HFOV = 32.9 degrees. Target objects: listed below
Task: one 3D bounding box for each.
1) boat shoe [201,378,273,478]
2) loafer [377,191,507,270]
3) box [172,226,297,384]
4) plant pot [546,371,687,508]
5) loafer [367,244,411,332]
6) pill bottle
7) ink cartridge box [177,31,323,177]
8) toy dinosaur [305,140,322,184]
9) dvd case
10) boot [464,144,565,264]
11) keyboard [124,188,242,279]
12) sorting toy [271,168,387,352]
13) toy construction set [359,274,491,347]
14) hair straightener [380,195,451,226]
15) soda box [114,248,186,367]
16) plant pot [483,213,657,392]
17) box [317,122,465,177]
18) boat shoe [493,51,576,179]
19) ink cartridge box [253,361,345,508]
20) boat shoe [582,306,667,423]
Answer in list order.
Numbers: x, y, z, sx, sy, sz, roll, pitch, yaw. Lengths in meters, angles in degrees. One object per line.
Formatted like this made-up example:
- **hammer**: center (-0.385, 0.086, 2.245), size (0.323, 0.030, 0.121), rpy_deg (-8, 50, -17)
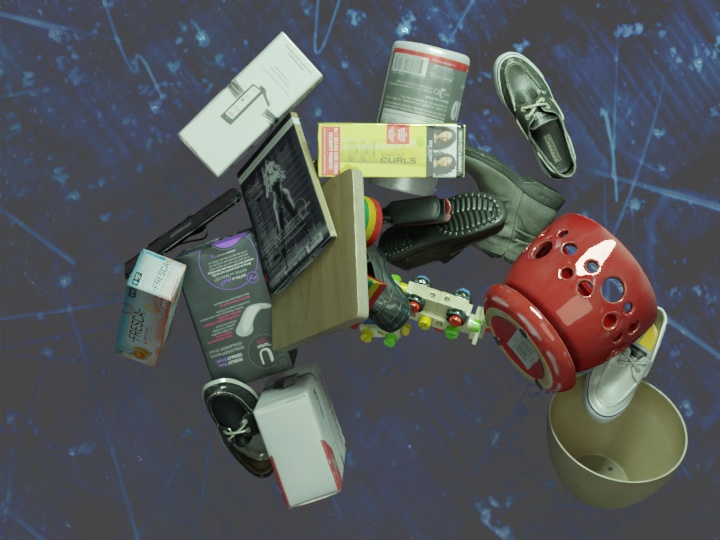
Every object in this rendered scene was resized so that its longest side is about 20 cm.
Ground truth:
- **boat shoe**: center (-0.169, 0.226, 1.733), size (0.073, 0.061, 0.201), rpy_deg (-15, 139, 5)
- **loafer**: center (0.123, -0.053, 1.748), size (0.198, 0.071, 0.074), rpy_deg (-17, 54, 24)
- **box**: center (-0.177, 0.054, 1.745), size (0.121, 0.106, 0.203), rpy_deg (-17, 97, 2)
- **plant pot**: center (0.357, 0.265, 1.762), size (0.197, 0.202, 0.136), rpy_deg (4, 133, -2)
- **loafer**: center (0.000, 0.000, 1.709), size (0.073, 0.200, 0.072), rpy_deg (-47, 137, 7)
- **pill bottle**: center (0.079, -0.212, 1.718), size (0.112, 0.114, 0.203), rpy_deg (12, 97, -3)
- **ink cartridge box**: center (-0.150, -0.228, 1.693), size (0.200, 0.146, 0.084), rpy_deg (-44, 96, 4)
- **toy dinosaur**: center (-0.079, -0.113, 1.751), size (0.105, 0.061, 0.202), rpy_deg (-2, 128, -11)
- **dvd case**: center (-0.103, -0.091, 1.665), size (0.149, 0.016, 0.202), rpy_deg (-43, 56, 40)
- **boot**: center (0.187, -0.092, 1.763), size (0.198, 0.068, 0.132), rpy_deg (29, 101, -3)
- **keyboard**: center (-0.246, -0.046, 1.737), size (0.199, 0.104, 0.040), rpy_deg (-34, 107, 0)
- **sorting toy**: center (-0.039, -0.007, 1.642), size (0.069, 0.198, 0.203), rpy_deg (11, 68, -36)
- **toy construction set**: center (0.101, 0.067, 1.751), size (0.197, 0.132, 0.093), rpy_deg (6, 52, -3)
- **hair straightener**: center (0.025, -0.086, 1.724), size (0.198, 0.077, 0.042), rpy_deg (2, 87, 28)
- **soda box**: center (-0.295, 0.056, 1.702), size (0.068, 0.201, 0.064), rpy_deg (21, 55, -4)
- **plant pot**: center (0.280, 0.050, 1.693), size (0.182, 0.200, 0.202), rpy_deg (-36, 97, -14)
- **box**: center (0.040, -0.162, 1.638), size (0.197, 0.050, 0.076), rpy_deg (1, 97, -4)
- **boat shoe**: center (0.256, -0.223, 1.747), size (0.070, 0.064, 0.201), rpy_deg (-30, 97, 2)
- **ink cartridge box**: center (-0.082, 0.228, 1.723), size (0.082, 0.200, 0.149), rpy_deg (-18, 97, 4)
- **boat shoe**: center (0.383, 0.129, 1.740), size (0.071, 0.070, 0.200), rpy_deg (37, 59, 8)
